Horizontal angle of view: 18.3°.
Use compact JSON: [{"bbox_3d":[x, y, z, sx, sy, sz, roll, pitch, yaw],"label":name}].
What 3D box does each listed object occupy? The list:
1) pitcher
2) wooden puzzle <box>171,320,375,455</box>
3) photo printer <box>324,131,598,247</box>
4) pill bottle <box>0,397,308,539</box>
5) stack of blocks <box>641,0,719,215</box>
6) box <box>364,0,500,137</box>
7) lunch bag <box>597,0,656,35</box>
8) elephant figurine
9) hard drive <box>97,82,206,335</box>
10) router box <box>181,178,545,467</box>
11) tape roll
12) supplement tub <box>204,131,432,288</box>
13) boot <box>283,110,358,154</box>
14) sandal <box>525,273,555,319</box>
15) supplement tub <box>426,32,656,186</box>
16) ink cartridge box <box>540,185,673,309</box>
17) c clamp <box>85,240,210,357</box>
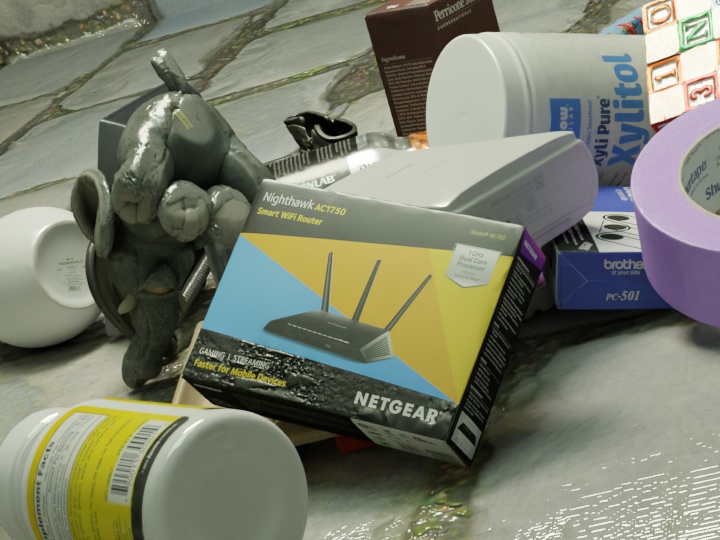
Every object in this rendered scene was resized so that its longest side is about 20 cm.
[{"bbox_3d":[-0.284,0.009,2.009,0.171,0.122,0.200,-10,-4,-37],"label":"pitcher"},{"bbox_3d":[-0.025,0.076,1.533,0.199,0.046,0.185,-10,27,11],"label":"wooden puzzle"},{"bbox_3d":[0.045,-0.039,1.585,0.199,0.070,0.166,-4,19,46],"label":"photo printer"},{"bbox_3d":[-0.133,0.135,1.352,0.114,0.115,0.200,-29,18,-35],"label":"pill bottle"},{"bbox_3d":[0.277,-0.122,1.662,0.115,0.059,0.201,-18,53,26],"label":"stack of blocks"},{"bbox_3d":[0.081,-0.142,1.915,0.075,0.201,0.100,-6,19,38],"label":"box"},{"bbox_3d":[0.197,-0.161,2.111,0.199,0.094,0.150,-22,10,41],"label":"lunch bag"},{"bbox_3d":[-0.162,-0.035,1.732,0.200,0.141,0.155,-48,10,52],"label":"elephant figurine"},{"bbox_3d":[-0.175,-0.053,1.930,0.042,0.201,0.135,14,28,25],"label":"hard drive"},{"bbox_3d":[0.001,0.030,1.433,0.199,0.051,0.150,11,69,30],"label":"router box"},{"bbox_3d":[0.281,-0.044,1.477,0.199,0.066,0.201,-11,34,7],"label":"tape roll"},{"bbox_3d":[-0.025,-0.039,1.825,0.199,0.123,0.123,-18,15,4],"label":"supplement tub"},{"bbox_3d":[-0.038,-0.081,1.973,0.067,0.131,0.200,-25,16,-25],"label":"boot"},{"bbox_3d":[0.046,0.030,1.635,0.202,0.050,0.082,-20,15,-9],"label":"sandal"},{"bbox_3d":[0.167,-0.122,1.771,0.199,0.133,0.132,-3,7,-28],"label":"supplement tub"},{"bbox_3d":[0.176,-0.020,1.623,0.093,0.044,0.200,0,15,-2],"label":"ink cartridge box"},{"bbox_3d":[-0.150,-0.005,1.854,0.027,0.171,0.200,-11,30,36],"label":"c clamp"}]
